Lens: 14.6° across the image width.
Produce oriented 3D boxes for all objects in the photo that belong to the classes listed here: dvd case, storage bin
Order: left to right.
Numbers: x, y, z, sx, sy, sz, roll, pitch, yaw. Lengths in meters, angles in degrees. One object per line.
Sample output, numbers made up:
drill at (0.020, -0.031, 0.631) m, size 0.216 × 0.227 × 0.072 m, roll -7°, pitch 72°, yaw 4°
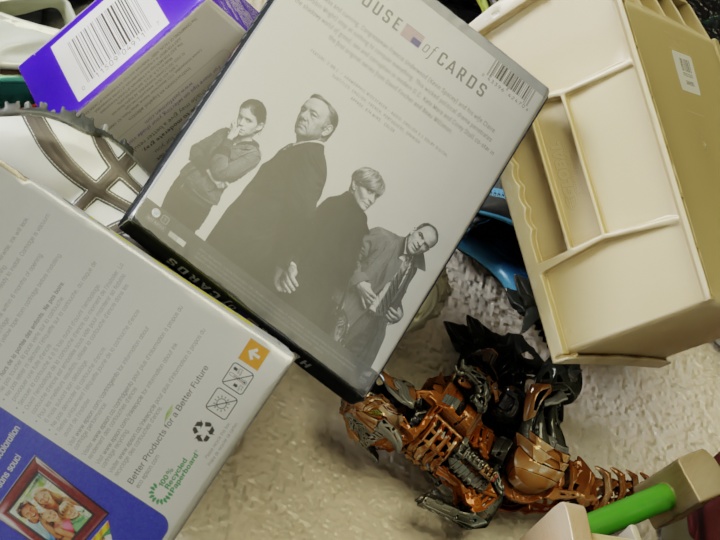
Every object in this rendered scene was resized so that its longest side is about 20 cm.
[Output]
dvd case at (-0.010, -0.057, 1.411) m, size 0.150 × 0.025 × 0.200 m, roll 38°, pitch 66°, yaw -12°
storage bin at (0.150, -0.056, 1.555) m, size 0.200 × 0.093 × 0.200 m, roll 6°, pitch 66°, yaw -67°

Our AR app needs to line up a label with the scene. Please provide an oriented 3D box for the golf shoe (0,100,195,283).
golf shoe at (-0.132, -0.017, 1.393) m, size 0.199 × 0.078 × 0.095 m, roll 18°, pitch 51°, yaw -15°

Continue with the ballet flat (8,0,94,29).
ballet flat at (-0.152, -0.122, 1.584) m, size 0.199 × 0.057 × 0.067 m, roll 22°, pitch 71°, yaw -27°

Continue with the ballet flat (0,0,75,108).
ballet flat at (-0.145, -0.115, 1.522) m, size 0.199 × 0.069 × 0.070 m, roll 6°, pitch 53°, yaw -29°

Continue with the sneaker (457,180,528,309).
sneaker at (0.068, -0.063, 1.668) m, size 0.200 × 0.073 × 0.082 m, roll 47°, pitch 43°, yaw 6°

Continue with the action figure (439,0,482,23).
action figure at (0.001, -0.235, 1.741) m, size 0.199 × 0.105 × 0.194 m, roll 12°, pitch 41°, yaw -29°

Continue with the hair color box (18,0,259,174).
hair color box at (-0.074, -0.078, 1.490) m, size 0.200 × 0.109 × 0.065 m, roll 41°, pitch 14°, yaw -46°

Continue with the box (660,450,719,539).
box at (0.265, 0.145, 1.548) m, size 0.108 × 0.200 × 0.128 m, roll 16°, pitch 49°, yaw -23°

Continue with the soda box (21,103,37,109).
soda box at (-0.139, 0.012, 1.467) m, size 0.063 × 0.070 × 0.200 m, roll -22°, pitch 70°, yaw -41°

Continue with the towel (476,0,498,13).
towel at (0.103, -0.156, 1.719) m, size 0.144 × 0.023 × 0.200 m, roll 66°, pitch 15°, yaw 5°

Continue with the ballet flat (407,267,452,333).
ballet flat at (0.000, 0.000, 1.513) m, size 0.200 × 0.071 × 0.072 m, roll 45°, pitch 26°, yaw -54°

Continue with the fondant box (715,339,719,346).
fondant box at (0.259, -0.012, 1.773) m, size 0.200 × 0.058 × 0.144 m, roll 48°, pitch 44°, yaw 5°

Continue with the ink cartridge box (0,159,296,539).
ink cartridge box at (-0.166, 0.067, 1.341) m, size 0.200 × 0.047 × 0.198 m, roll 34°, pitch 89°, yaw -7°

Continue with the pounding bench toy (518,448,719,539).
pounding bench toy at (0.129, 0.179, 1.482) m, size 0.155 × 0.124 × 0.201 m, roll 12°, pitch 51°, yaw -27°

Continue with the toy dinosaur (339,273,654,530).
toy dinosaur at (0.081, 0.089, 1.566) m, size 0.200 × 0.102 × 0.136 m, roll 36°, pitch 53°, yaw -39°
